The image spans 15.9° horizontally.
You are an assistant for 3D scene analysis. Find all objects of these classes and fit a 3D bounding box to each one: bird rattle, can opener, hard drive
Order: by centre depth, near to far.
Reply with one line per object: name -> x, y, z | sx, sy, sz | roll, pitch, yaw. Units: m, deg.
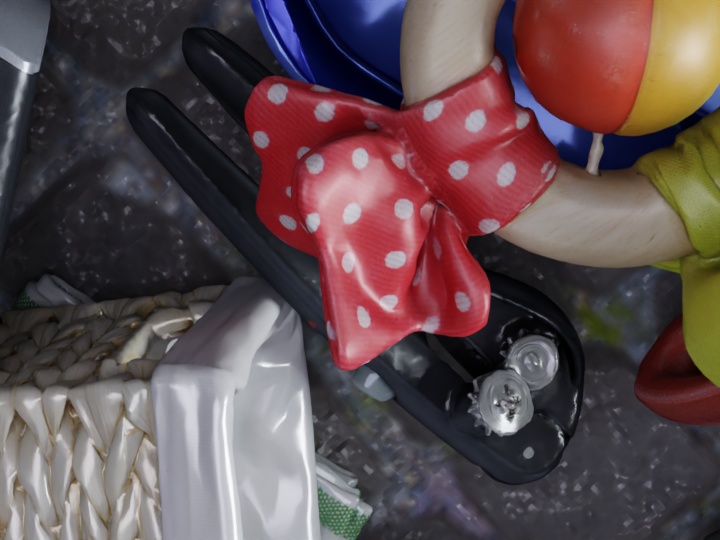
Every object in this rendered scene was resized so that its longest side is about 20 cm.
bird rattle -> 0.067, -0.050, 0.770 | 0.199, 0.113, 0.164 | 11, 106, 4
hard drive -> -0.131, -0.038, 0.819 | 0.042, 0.200, 0.136 | 11, 102, -10
can opener -> 0.000, 0.000, 0.847 | 0.200, 0.079, 0.064 | 39, 79, -25

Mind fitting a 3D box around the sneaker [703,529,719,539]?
sneaker -> 0.205, 0.158, 0.905 | 0.104, 0.060, 0.200 | -26, 103, 9

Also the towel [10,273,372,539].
towel -> -0.107, 0.119, 0.936 | 0.149, 0.031, 0.200 | 34, 104, -1

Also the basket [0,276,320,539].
basket -> -0.081, 0.113, 0.848 | 0.123, 0.136, 0.201 | -3, 102, 9

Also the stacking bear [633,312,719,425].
stacking bear -> 0.211, 0.063, 0.860 | 0.200, 0.114, 0.122 | 42, 80, -14

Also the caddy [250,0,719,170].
caddy -> 0.058, -0.094, 0.839 | 0.199, 0.105, 0.142 | 30, 100, -2
